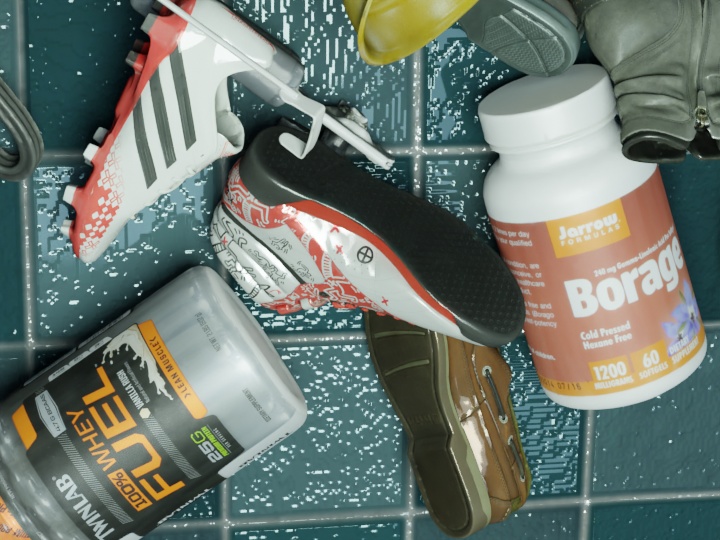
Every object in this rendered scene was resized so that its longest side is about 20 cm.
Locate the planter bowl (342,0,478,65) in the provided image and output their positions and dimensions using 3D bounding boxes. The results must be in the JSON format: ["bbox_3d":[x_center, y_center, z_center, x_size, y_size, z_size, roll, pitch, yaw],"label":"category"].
[{"bbox_3d":[0.039,-0.217,1.153,0.083,0.200,0.200,43,97,13],"label":"planter bowl"}]

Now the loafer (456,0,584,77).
[{"bbox_3d":[0.057,-0.198,1.278,0.200,0.072,0.063,36,54,-15],"label":"loafer"}]

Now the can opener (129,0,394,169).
[{"bbox_3d":[-0.066,-0.110,1.280,0.200,0.053,0.067,34,99,-16],"label":"can opener"}]

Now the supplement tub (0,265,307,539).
[{"bbox_3d":[-0.144,0.098,1.293,0.200,0.123,0.123,-35,109,2],"label":"supplement tub"}]

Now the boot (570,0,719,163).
[{"bbox_3d":[0.230,-0.127,1.274,0.199,0.068,0.131,-10,69,-21],"label":"boot"}]

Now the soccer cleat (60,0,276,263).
[{"bbox_3d":[-0.118,-0.075,1.250,0.085,0.069,0.200,26,120,-5],"label":"soccer cleat"}]

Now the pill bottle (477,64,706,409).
[{"bbox_3d":[0.142,-0.022,1.311,0.112,0.112,0.200,-20,109,-3],"label":"pill bottle"}]

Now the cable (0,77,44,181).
[{"bbox_3d":[-0.244,-0.145,1.238,0.097,0.050,0.200,-26,120,31],"label":"cable"}]

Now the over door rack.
[{"bbox_3d":[-0.058,-0.184,1.189,0.200,0.148,0.067,43,137,-4],"label":"over door rack"}]

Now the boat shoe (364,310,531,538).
[{"bbox_3d":[0.059,0.070,1.356,0.068,0.072,0.201,-21,103,-35],"label":"boat shoe"}]

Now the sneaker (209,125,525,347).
[{"bbox_3d":[0.000,-0.001,1.290,0.201,0.067,0.108,33,140,-4],"label":"sneaker"}]
